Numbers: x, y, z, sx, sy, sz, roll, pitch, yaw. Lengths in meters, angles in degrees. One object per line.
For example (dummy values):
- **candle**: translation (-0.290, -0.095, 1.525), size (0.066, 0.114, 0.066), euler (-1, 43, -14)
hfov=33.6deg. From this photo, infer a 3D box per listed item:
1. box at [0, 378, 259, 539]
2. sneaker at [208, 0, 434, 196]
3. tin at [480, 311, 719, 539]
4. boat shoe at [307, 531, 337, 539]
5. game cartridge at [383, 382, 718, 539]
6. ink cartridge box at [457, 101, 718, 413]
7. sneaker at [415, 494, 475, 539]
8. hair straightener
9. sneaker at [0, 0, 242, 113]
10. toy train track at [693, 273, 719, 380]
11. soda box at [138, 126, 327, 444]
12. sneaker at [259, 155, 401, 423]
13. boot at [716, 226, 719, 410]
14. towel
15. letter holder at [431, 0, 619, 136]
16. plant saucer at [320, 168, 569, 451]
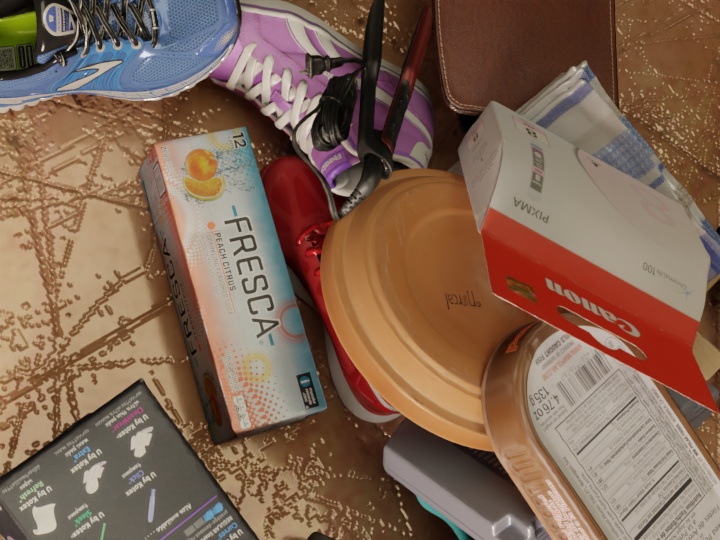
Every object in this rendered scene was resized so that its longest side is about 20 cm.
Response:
- **box**: translation (-0.122, 0.181, 0.703), size (0.106, 0.122, 0.200), euler (-36, 89, -25)
- **sneaker**: translation (-0.039, -0.116, 0.820), size (0.200, 0.073, 0.114), euler (19, 44, -13)
- **tin**: translation (0.150, 0.117, 0.695), size (0.112, 0.042, 0.200), euler (-35, 92, -29)
- **boat shoe**: translation (0.057, 0.213, 0.784), size (0.201, 0.072, 0.061), euler (10, 83, -15)
- **game cartridge**: translation (0.119, 0.099, 0.775), size (0.200, 0.041, 0.133), euler (-29, 46, -31)
- **ink cartridge box**: translation (0.146, -0.017, 0.733), size (0.162, 0.200, 0.057), euler (27, 111, -15)
- **sneaker**: translation (0.104, 0.193, 0.747), size (0.080, 0.078, 0.200), euler (-11, 44, -31)
- **hair straightener**: translation (-0.005, -0.112, 0.782), size (0.077, 0.041, 0.200), euler (14, 53, 1)
- **sneaker**: translation (-0.174, -0.148, 0.765), size (0.200, 0.089, 0.079), euler (-13, 88, -4)
- **toy train track**: translation (0.196, 0.006, 0.912), size (0.200, 0.033, 0.115), euler (43, 101, 3)
- **soda box**: translation (-0.087, 0.010, 0.795), size (0.068, 0.064, 0.200), euler (-13, 81, -22)
- **sneaker**: translation (0.000, 0.000, 0.799), size (0.078, 0.116, 0.200), euler (-27, 86, -24)
- **boot**: translation (0.378, 0.045, 0.944), size (0.211, 0.079, 0.158), euler (12, 72, -16)
- **towel**: translation (0.158, -0.032, 0.850), size (0.147, 0.024, 0.200), euler (-39, 111, 13)
- **letter holder**: translation (0.106, -0.188, 0.900), size (0.142, 0.101, 0.200), euler (6, 74, -16)
- **plant saucer**: translation (0.071, 0.017, 0.749), size (0.200, 0.032, 0.200), euler (16, 50, -20)
